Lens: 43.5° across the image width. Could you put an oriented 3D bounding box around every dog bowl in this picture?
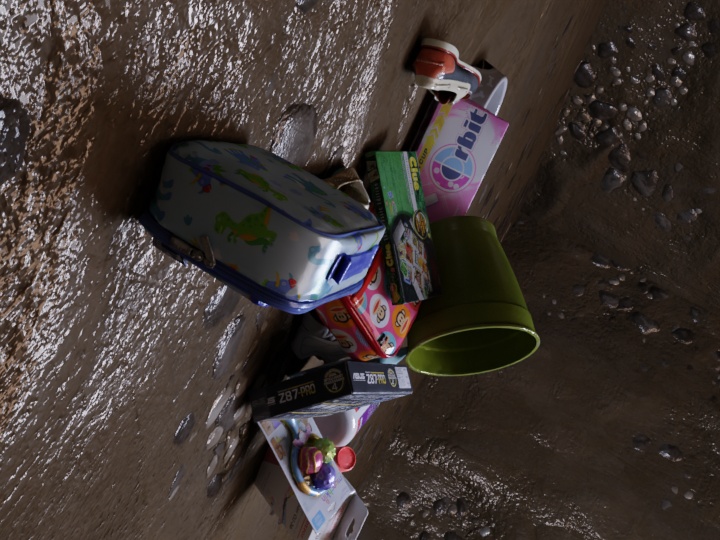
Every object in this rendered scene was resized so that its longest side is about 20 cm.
[{"bbox_3d":[0.201,-0.277,1.627,0.202,0.058,0.201,-59,167,-21],"label":"dog bowl"}]

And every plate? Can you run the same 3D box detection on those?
[{"bbox_3d":[-0.012,0.151,1.389,0.200,0.196,0.026,38,38,-78],"label":"plate"}]

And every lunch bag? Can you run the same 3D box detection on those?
[{"bbox_3d":[-0.068,-0.036,0.724,0.084,0.159,0.200,-64,169,13],"label":"lunch bag"},{"bbox_3d":[0.010,0.002,1.220,0.177,0.081,0.201,56,43,-28],"label":"lunch bag"}]

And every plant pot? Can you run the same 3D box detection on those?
[{"bbox_3d":[0.154,0.031,1.351,0.201,0.196,0.197,92,-7,-66],"label":"plant pot"}]

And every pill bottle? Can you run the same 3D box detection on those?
[{"bbox_3d":[-0.029,0.232,1.625,0.114,0.111,0.200,-67,168,22],"label":"pill bottle"}]

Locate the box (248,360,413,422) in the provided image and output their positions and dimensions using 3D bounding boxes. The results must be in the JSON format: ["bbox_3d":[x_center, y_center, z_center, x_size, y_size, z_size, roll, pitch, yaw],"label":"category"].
[{"bbox_3d":[-0.037,0.170,1.262,0.159,0.050,0.199,-21,165,24],"label":"box"}]

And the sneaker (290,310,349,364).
[{"bbox_3d":[-0.024,0.099,1.346,0.198,0.075,0.082,12,119,-46],"label":"sneaker"}]

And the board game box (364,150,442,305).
[{"bbox_3d":[0.059,-0.060,1.215,0.104,0.023,0.204,-8,88,-52],"label":"board game box"}]

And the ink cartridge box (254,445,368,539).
[{"bbox_3d":[-0.082,0.366,1.465,0.067,0.200,0.118,-3,125,-43],"label":"ink cartridge box"}]

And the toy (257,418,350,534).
[{"bbox_3d":[-0.072,0.272,1.348,0.047,0.202,0.115,-25,-173,34],"label":"toy"}]

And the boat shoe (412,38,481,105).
[{"bbox_3d":[0.118,-0.262,1.245,0.200,0.070,0.064,7,96,-72],"label":"boat shoe"}]

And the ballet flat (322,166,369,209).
[{"bbox_3d":[-0.027,-0.076,1.054,0.071,0.064,0.200,-66,168,21],"label":"ballet flat"}]

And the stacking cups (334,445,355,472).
[{"bbox_3d":[-0.079,0.332,1.549,0.199,0.060,0.061,-29,-159,55],"label":"stacking cups"}]

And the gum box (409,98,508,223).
[{"bbox_3d":[0.137,-0.174,1.397,0.066,0.112,0.203,-102,-144,-74],"label":"gum box"}]
